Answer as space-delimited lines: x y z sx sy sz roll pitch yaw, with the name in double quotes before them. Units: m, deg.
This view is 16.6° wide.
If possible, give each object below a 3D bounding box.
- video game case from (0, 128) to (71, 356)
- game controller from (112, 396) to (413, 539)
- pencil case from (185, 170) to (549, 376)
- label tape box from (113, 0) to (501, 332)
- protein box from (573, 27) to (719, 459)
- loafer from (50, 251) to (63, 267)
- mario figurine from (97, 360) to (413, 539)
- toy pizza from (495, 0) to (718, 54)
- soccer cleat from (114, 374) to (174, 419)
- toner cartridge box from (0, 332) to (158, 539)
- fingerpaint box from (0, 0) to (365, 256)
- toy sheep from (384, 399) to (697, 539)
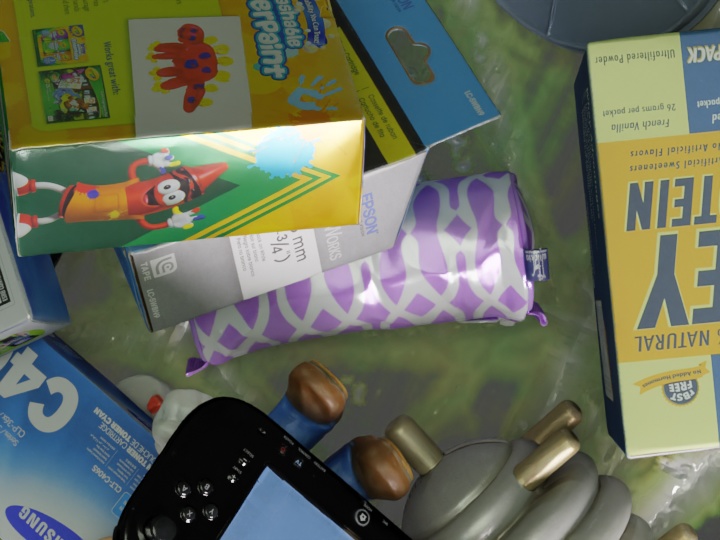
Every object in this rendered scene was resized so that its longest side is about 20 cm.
"video game case" -0.263 -0.030 1.298 0.181 0.045 0.200 -24 76 20
"game controller" -0.024 0.151 1.168 0.200 0.042 0.104 42 71 -17
"pencil case" 0.000 0.000 1.310 0.200 0.084 0.086 -6 112 5
"label tape box" -0.041 -0.064 1.275 0.200 0.063 0.144 -20 44 -8
"protein box" 0.184 -0.014 1.236 0.135 0.200 0.199 -6 89 3
"loafer" -0.191 -0.091 1.332 0.070 0.068 0.201 2 92 36
"mario figurine" -0.067 0.137 1.200 0.200 0.106 0.123 -42 54 -14
"toy pizza" 0.120 -0.209 1.278 0.200 0.032 0.201 21 123 36
"soccer cleat" -0.097 0.154 1.321 0.069 0.078 0.200 -23 68 15
"toner cartridge box" -0.178 0.084 1.302 0.200 0.043 0.095 38 93 24
"fingerpaint box" -0.097 -0.103 1.211 0.167 0.200 0.073 -6 134 -10
"toy sheep" 0.088 0.147 1.275 0.138 0.138 0.200 -42 92 2
